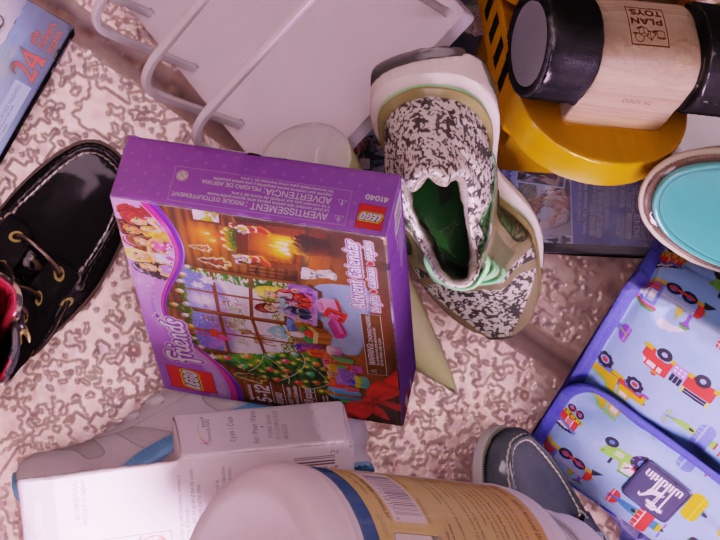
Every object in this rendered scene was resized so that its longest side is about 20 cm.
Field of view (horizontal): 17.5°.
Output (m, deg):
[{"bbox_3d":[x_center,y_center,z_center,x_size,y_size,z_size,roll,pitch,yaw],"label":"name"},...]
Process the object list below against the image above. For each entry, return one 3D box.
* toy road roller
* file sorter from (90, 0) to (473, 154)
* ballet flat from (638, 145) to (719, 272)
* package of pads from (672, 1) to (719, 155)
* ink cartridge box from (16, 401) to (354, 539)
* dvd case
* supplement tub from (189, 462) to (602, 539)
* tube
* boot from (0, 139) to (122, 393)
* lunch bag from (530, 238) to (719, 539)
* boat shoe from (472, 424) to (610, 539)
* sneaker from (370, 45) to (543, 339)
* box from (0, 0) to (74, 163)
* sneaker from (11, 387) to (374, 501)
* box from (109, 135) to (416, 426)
[{"bbox_3d":[0.112,-0.136,1.226,0.122,0.146,0.201,3,60,-21],"label":"toy road roller"},{"bbox_3d":[-0.071,-0.161,1.216,0.139,0.124,0.200,-46,64,14],"label":"file sorter"},{"bbox_3d":[0.227,-0.030,1.229,0.199,0.069,0.070,13,88,-20],"label":"ballet flat"},{"bbox_3d":[0.238,-0.059,1.336,0.154,0.068,0.201,-17,91,-8],"label":"package of pads"},{"bbox_3d":[-0.090,0.170,1.258,0.175,0.045,0.201,-5,122,-8],"label":"ink cartridge box"},{"bbox_3d":[0.071,-0.082,1.306,0.199,0.018,0.144,3,95,12],"label":"dvd case"},{"bbox_3d":[0.022,0.176,1.175,0.199,0.144,0.146,10,88,-36],"label":"supplement tub"},{"bbox_3d":[0.000,0.000,1.240,0.052,0.200,0.058,-14,55,11],"label":"tube"},{"bbox_3d":[-0.190,0.013,1.243,0.073,0.151,0.200,43,85,-4],"label":"boot"},{"bbox_3d":[0.186,0.084,1.286,0.150,0.200,0.094,32,45,6],"label":"lunch bag"},{"bbox_3d":[0.131,0.169,1.304,0.073,0.062,0.201,-42,108,-45],"label":"boat shoe"},{"bbox_3d":[0.045,-0.016,1.177,0.076,0.200,0.089,-8,49,15],"label":"sneaker"},{"bbox_3d":[-0.266,-0.081,1.292,0.136,0.038,0.201,29,86,-6],"label":"box"},{"bbox_3d":[-0.096,0.096,1.299,0.199,0.077,0.081,-9,71,-6],"label":"sneaker"},{"bbox_3d":[-0.044,0.010,1.186,0.136,0.200,0.039,9,61,9],"label":"box"}]
